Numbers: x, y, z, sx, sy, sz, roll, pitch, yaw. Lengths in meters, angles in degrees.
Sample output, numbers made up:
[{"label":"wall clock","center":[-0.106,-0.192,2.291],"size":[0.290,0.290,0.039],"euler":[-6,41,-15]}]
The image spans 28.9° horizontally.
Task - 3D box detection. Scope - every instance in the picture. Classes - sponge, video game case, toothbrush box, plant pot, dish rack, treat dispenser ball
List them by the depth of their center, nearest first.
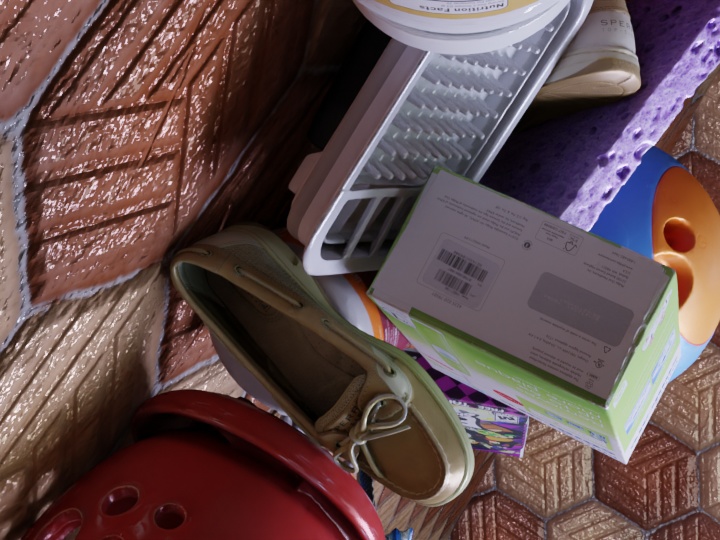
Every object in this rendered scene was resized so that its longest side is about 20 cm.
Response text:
[{"label":"dish rack","center":[0.040,-0.091,0.762],"size":[0.200,0.044,0.172],"euler":[-57,159,18]},{"label":"plant pot","center":[-0.092,0.184,0.809],"size":[0.183,0.200,0.201],"euler":[-55,167,-28]},{"label":"toothbrush box","center":[0.104,0.032,0.820],"size":[0.086,0.145,0.200],"euler":[-62,162,-7]},{"label":"sponge","center":[0.160,-0.110,0.887],"size":[0.200,0.030,0.112],"euler":[-52,-154,6]},{"label":"video game case","center":[0.026,0.090,1.024],"size":[0.181,0.200,0.036],"euler":[75,25,-73]},{"label":"treat dispenser ball","center":[0.169,-0.002,1.026],"size":[0.201,0.201,0.201],"euler":[-53,166,-20]}]

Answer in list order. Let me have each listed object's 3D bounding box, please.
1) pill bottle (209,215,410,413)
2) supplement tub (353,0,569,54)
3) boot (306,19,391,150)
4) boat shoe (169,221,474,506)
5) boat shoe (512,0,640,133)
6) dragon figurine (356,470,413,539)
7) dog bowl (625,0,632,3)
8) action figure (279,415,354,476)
[{"label":"pill bottle","center":[0.000,0.000,0.903],"size":[0.200,0.114,0.114],"euler":[-40,158,-52]},{"label":"supplement tub","center":[0.039,-0.185,0.567],"size":[0.145,0.144,0.200],"euler":[-55,166,-11]},{"label":"boot","center":[0.025,-0.153,0.782],"size":[0.200,0.066,0.165],"euler":[-56,165,13]},{"label":"boat shoe","center":[-0.023,0.057,0.771],"size":[0.073,0.201,0.063],"euler":[-45,172,29]},{"label":"boat shoe","center":[0.093,-0.131,0.891],"size":[0.074,0.200,0.069],"euler":[12,76,-43]},{"label":"dragon figurine","center":[0.001,0.220,1.120],"size":[0.059,0.099,0.200],"euler":[23,93,-51]},{"label":"dog bowl","center":[0.159,-0.255,0.864],"size":[0.200,0.074,0.200],"euler":[17,90,-87]},{"label":"action figure","center":[-0.059,0.214,1.206],"size":[0.194,0.105,0.200],"euler":[-54,142,3]}]
